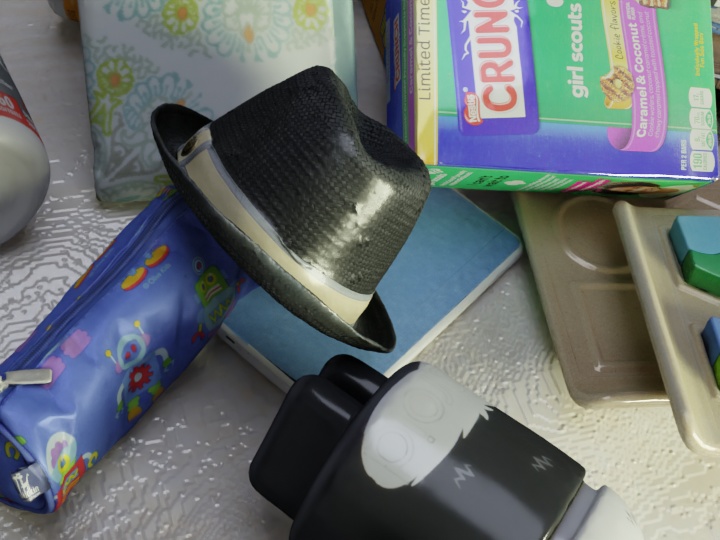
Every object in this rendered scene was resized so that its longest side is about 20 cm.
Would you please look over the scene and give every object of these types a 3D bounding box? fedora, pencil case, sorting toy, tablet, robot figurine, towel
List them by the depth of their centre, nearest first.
[{"bbox_3d":[0.044,0.128,0.604,0.199,0.125,0.150,33,60,12],"label":"robot figurine"},{"bbox_3d":[-0.133,0.036,0.644,0.078,0.087,0.200,24,54,23],"label":"pencil case"},{"bbox_3d":[-0.021,-0.049,0.655,0.092,0.200,0.201,-44,66,11],"label":"fedora"},{"bbox_3d":[0.263,0.028,0.729,0.199,0.037,0.186,5,48,-12],"label":"sorting toy"},{"bbox_3d":[-0.087,-0.148,0.755,0.170,0.201,0.048,-4,11,-7],"label":"towel"},{"bbox_3d":[0.000,0.000,0.760,0.130,0.014,0.200,38,53,16],"label":"tablet"},{"bbox_3d":[0.199,0.011,0.790,0.184,0.037,0.201,0,49,-14],"label":"sorting toy"}]

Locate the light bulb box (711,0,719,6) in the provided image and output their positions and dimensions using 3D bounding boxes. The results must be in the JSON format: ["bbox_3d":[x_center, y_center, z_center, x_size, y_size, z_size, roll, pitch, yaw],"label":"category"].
[{"bbox_3d":[0.207,-0.283,0.956,0.200,0.125,0.198,40,54,16],"label":"light bulb box"}]

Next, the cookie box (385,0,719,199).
[{"bbox_3d":[0.120,-0.137,0.777,0.199,0.075,0.172,2,81,-12],"label":"cookie box"}]

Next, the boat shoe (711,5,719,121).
[{"bbox_3d":[0.308,-0.108,0.889,0.199,0.072,0.073,33,73,4],"label":"boat shoe"}]

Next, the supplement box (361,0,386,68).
[{"bbox_3d":[0.047,-0.190,0.883,0.068,0.067,0.201,-7,55,-18],"label":"supplement box"}]

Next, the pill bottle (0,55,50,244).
[{"bbox_3d":[-0.268,-0.111,0.713,0.115,0.116,0.200,-18,59,-25],"label":"pill bottle"}]

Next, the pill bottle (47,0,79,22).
[{"bbox_3d":[-0.104,-0.207,0.828,0.199,0.117,0.117,14,51,-4],"label":"pill bottle"}]
